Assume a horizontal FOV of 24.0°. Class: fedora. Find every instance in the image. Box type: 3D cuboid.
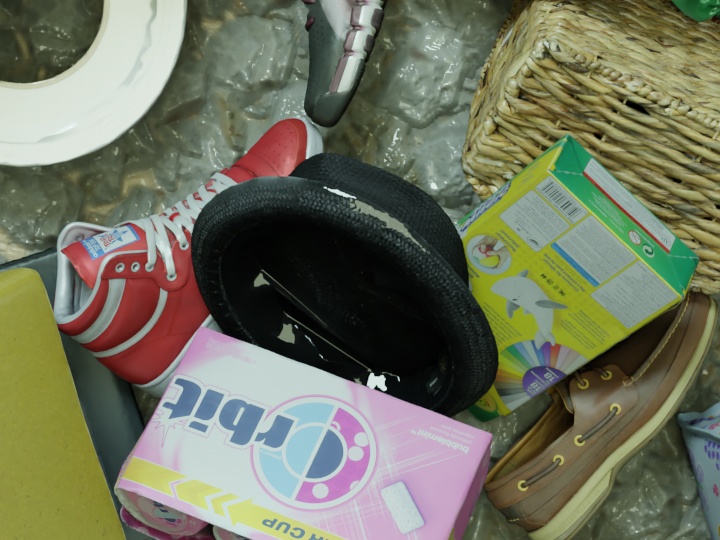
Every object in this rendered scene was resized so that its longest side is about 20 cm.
[{"bbox_3d":[0.000,0.000,1.010,0.201,0.201,0.092,34,49,-8],"label":"fedora"}]

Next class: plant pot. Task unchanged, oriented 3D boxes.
[{"bbox_3d":[-0.285,0.131,0.957,0.194,0.200,0.196,-13,98,29],"label":"plant pot"}]

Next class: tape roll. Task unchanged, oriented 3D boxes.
[{"bbox_3d":[-0.208,-0.164,1.042,0.202,0.071,0.203,-1,96,-7],"label":"tape roll"}]

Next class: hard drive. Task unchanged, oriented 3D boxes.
[{"bbox_3d":[-0.214,0.095,1.082,0.140,0.033,0.200,-18,97,-5],"label":"hard drive"}]

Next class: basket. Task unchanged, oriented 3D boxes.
[{"bbox_3d":[0.173,-0.091,1.097,0.200,0.149,0.143,24,125,-8],"label":"basket"}]

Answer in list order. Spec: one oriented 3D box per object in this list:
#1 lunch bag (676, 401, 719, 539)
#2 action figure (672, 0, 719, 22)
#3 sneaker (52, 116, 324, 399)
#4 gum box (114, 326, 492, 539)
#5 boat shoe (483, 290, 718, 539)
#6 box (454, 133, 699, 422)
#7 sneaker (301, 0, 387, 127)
[{"bbox_3d":[0.299,0.167,1.064,0.127,0.200,0.170,-18,96,-5],"label":"lunch bag"},{"bbox_3d":[0.195,-0.232,1.091,0.118,0.055,0.200,-40,94,-4],"label":"action figure"},{"bbox_3d":[-0.110,-0.027,1.044,0.112,0.071,0.200,34,86,-36],"label":"sneaker"},{"bbox_3d":[-0.036,0.122,0.992,0.200,0.066,0.114,20,61,12],"label":"gum box"},{"bbox_3d":[0.157,0.087,1.105,0.068,0.072,0.200,37,92,-10],"label":"boat shoe"},{"bbox_3d":[0.101,0.014,1.062,0.117,0.048,0.200,43,132,-9],"label":"box"},{"bbox_3d":[-0.035,-0.196,1.065,0.115,0.076,0.200,16,82,-3],"label":"sneaker"}]
